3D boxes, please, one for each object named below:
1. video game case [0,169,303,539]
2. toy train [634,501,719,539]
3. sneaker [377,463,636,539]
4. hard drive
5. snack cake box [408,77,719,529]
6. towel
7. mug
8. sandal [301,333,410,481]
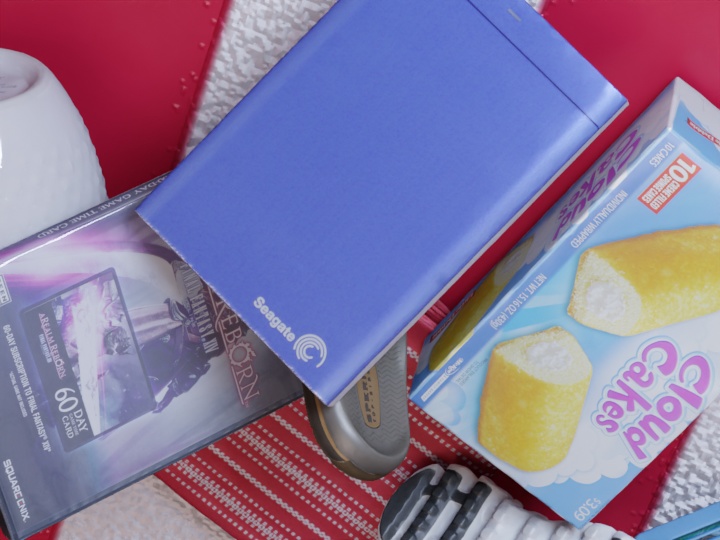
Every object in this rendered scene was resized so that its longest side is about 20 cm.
[{"bbox_3d":[-0.106,0.030,1.344,0.200,0.019,0.143,-26,119,-21],"label":"video game case"},{"bbox_3d":[0.192,0.218,1.424,0.087,0.114,0.200,-18,133,-19],"label":"toy train"},{"bbox_3d":[0.101,0.168,1.396,0.200,0.075,0.081,28,159,39],"label":"sneaker"},{"bbox_3d":[0.009,-0.053,1.286,0.132,0.025,0.200,45,93,9],"label":"hard drive"},{"bbox_3d":[0.131,0.018,1.337,0.115,0.067,0.200,38,116,-9],"label":"snack cake box"},{"bbox_3d":[-0.007,0.086,1.457,0.145,0.022,0.200,39,123,-10],"label":"towel"},{"bbox_3d":[-0.221,-0.020,1.380,0.200,0.148,0.176,10,117,19],"label":"mug"},{"bbox_3d":[0.000,0.000,1.324,0.055,0.082,0.200,-19,71,39],"label":"sandal"}]
